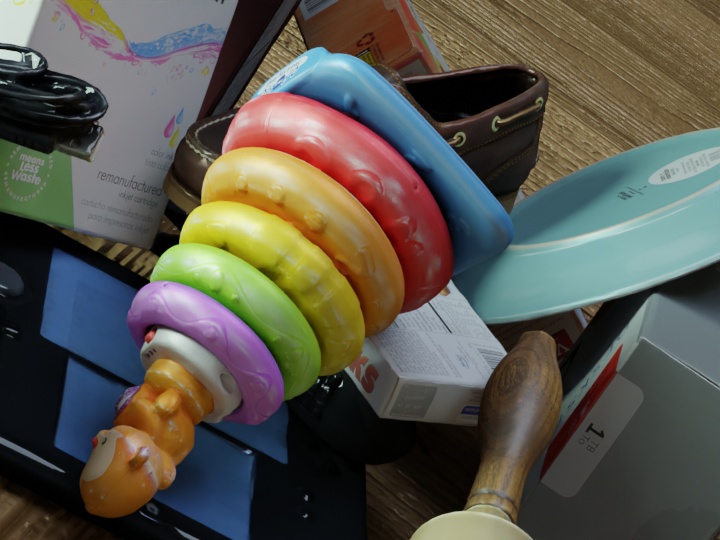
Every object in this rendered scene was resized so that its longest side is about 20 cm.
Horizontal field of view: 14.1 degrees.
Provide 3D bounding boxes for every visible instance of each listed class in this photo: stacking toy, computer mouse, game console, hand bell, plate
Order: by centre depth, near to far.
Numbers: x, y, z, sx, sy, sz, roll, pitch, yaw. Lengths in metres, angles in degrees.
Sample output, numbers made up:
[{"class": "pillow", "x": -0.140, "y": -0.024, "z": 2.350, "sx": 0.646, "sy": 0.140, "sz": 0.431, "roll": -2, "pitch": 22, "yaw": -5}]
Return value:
[{"class": "computer mouse", "x": -0.177, "y": -0.045, "z": 1.076, "sx": 0.138, "sy": 0.053, "sz": 0.200, "roll": 22, "pitch": 20, "yaw": -1}, {"class": "stacking toy", "x": -0.046, "y": 0.019, "z": 1.124, "sx": 0.110, "sy": 0.116, "sz": 0.200, "roll": 45, "pitch": 62, "yaw": -9}, {"class": "hand bell", "x": 0.052, "y": 0.090, "z": 1.130, "sx": 0.104, "sy": 0.104, "sz": 0.200, "roll": 31, "pitch": 40, "yaw": -10}, {"class": "game console", "x": -0.084, "y": 0.058, "z": 1.185, "sx": 0.199, "sy": 0.031, "sz": 0.177, "roll": 29, "pitch": 21, "yaw": -15}, {"class": "computer mouse", "x": -0.042, "y": 0.010, "z": 1.267, "sx": 0.200, "sy": 0.034, "sz": 0.059, "roll": 45, "pitch": 25, "yaw": 25}, {"class": "plate", "x": 0.124, "y": -0.028, "z": 1.311, "sx": 0.200, "sy": 0.199, "sz": 0.026, "roll": -57, "pitch": 127, "yaw": -70}]

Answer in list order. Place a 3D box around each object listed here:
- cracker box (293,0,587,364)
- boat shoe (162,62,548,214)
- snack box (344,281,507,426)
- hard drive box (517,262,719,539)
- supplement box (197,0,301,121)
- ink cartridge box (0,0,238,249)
[{"class": "cracker box", "x": 0.040, "y": -0.052, "z": 1.462, "sx": 0.200, "sy": 0.058, "sz": 0.134, "roll": 57, "pitch": 7, "yaw": -31}, {"class": "boat shoe", "x": 0.001, "y": -0.061, "z": 1.276, "sx": 0.199, "sy": 0.071, "sz": 0.070, "roll": -9, "pitch": 40, "yaw": -44}, {"class": "snack box", "x": 0.000, "y": 0.000, "z": 1.267, "sx": 0.072, "sy": 0.024, "sz": 0.200, "roll": 6, "pitch": 30, "yaw": -33}, {"class": "hard drive box", "x": 0.121, "y": 0.076, "z": 1.283, "sx": 0.077, "sy": 0.156, "sz": 0.200, "roll": 33, "pitch": 19, "yaw": -2}, {"class": "supplement box", "x": -0.123, "y": -0.165, "z": 1.377, "sx": 0.197, "sy": 0.200, "sz": 0.133, "roll": 34, "pitch": 20, "yaw": -1}, {"class": "ink cartridge box", "x": -0.113, "y": -0.121, "z": 1.228, "sx": 0.067, "sy": 0.201, "sz": 0.117, "roll": 22, "pitch": 5, "yaw": 37}]
